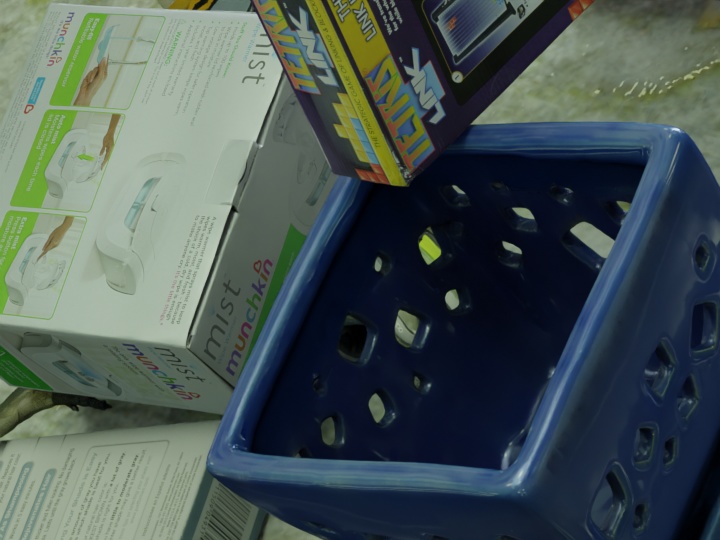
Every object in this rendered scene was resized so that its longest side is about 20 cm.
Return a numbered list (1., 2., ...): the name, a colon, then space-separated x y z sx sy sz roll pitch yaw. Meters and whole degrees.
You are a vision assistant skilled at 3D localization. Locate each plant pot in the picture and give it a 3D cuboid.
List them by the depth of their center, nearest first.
1. plant pot: 0.080 0.061 1.302 0.200 0.180 0.200 2 57 42

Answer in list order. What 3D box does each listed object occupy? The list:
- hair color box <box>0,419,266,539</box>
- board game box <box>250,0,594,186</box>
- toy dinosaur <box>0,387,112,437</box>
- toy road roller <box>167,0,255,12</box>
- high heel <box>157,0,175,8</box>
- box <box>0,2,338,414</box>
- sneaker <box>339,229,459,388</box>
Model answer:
1. hair color box: -0.150 0.145 1.521 0.200 0.061 0.099 -7 51 36
2. board game box: 0.018 -0.167 1.280 0.057 0.200 0.165 14 49 46
3. toy dinosaur: -0.165 0.062 1.587 0.088 0.048 0.200 3 26 34
4. toy road roller: -0.050 -0.156 1.659 0.146 0.123 0.200 -13 48 48
5. high heel: -0.097 -0.205 1.786 0.096 0.067 0.200 -28 36 4
6. box: -0.111 -0.036 1.495 0.176 0.097 0.200 5 65 30
7. sneaker: 0.000 0.000 1.514 0.081 0.074 0.200 -48 37 0
